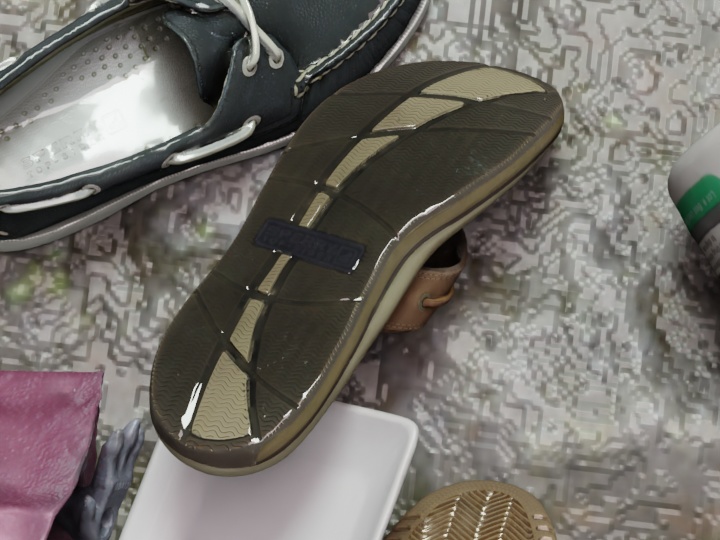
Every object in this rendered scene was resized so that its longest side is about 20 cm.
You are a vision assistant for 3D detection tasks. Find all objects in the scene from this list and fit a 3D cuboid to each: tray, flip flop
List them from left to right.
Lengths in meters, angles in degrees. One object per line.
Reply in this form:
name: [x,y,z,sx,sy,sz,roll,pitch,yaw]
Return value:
tray: [-0.051,0.137,0.957,0.107,0.022,0.200,12,76,37]
flip flop: [0.000,0.000,0.981,0.081,0.058,0.200,20,58,28]

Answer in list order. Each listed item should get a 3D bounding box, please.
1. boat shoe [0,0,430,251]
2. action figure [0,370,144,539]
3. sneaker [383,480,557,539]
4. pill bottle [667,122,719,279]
boat shoe: [-0.061,-0.070,0.997,0.200,0.060,0.076,-34,81,-7]
action figure: [-0.175,0.065,0.896,0.200,0.134,0.149,15,120,10]
sneaker: [0.034,0.175,0.951,0.071,0.113,0.200,1,46,12]
pill bottle: [0.200,0.023,0.956,0.113,0.113,0.200,-29,81,-7]
